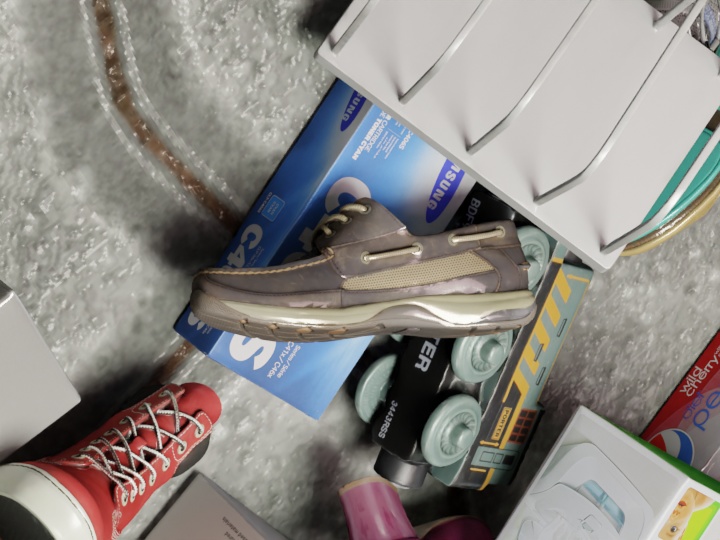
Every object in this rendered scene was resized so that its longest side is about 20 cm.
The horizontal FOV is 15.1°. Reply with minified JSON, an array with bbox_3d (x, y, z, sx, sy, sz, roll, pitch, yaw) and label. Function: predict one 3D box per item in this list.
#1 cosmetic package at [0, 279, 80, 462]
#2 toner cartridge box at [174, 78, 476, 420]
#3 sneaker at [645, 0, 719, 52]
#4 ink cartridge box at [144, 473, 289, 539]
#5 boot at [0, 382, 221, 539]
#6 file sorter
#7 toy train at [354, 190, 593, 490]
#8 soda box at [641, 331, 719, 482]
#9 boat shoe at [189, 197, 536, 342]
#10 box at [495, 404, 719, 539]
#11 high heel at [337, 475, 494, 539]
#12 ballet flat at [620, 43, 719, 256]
[{"bbox_3d":[-0.255,0.077,1.382,0.200,0.107,0.090,-41,127,-14],"label":"cosmetic package"},{"bbox_3d":[-0.010,-0.023,1.540,0.095,0.043,0.200,32,92,-40],"label":"toner cartridge box"},{"bbox_3d":[0.180,-0.115,1.586,0.200,0.082,0.075,-51,132,-28],"label":"sneaker"},{"bbox_3d":[-0.080,0.255,1.557,0.200,0.145,0.147,-51,129,-2],"label":"ink cartridge box"},{"bbox_3d":[-0.130,0.101,1.441,0.144,0.200,0.072,-40,88,-13],"label":"boot"},{"bbox_3d":[0.104,-0.120,1.448,0.200,0.125,0.139,36,76,-5],"label":"file sorter"},{"bbox_3d":[0.073,0.038,1.608,0.114,0.085,0.201,12,103,-50],"label":"toy train"},{"bbox_3d":[0.231,0.113,1.756,0.200,0.063,0.070,-52,129,-2],"label":"soda box"},{"bbox_3d":[0.000,0.000,1.494,0.199,0.074,0.074,0,82,-24],"label":"boat shoe"},{"bbox_3d":[0.161,0.199,1.629,0.200,0.097,0.177,31,92,-51],"label":"box"},{"bbox_3d":[0.042,0.192,1.617,0.067,0.096,0.200,-26,153,19],"label":"high heel"},{"bbox_3d":[0.219,-0.083,1.657,0.200,0.069,0.063,-53,143,0],"label":"ballet flat"}]
